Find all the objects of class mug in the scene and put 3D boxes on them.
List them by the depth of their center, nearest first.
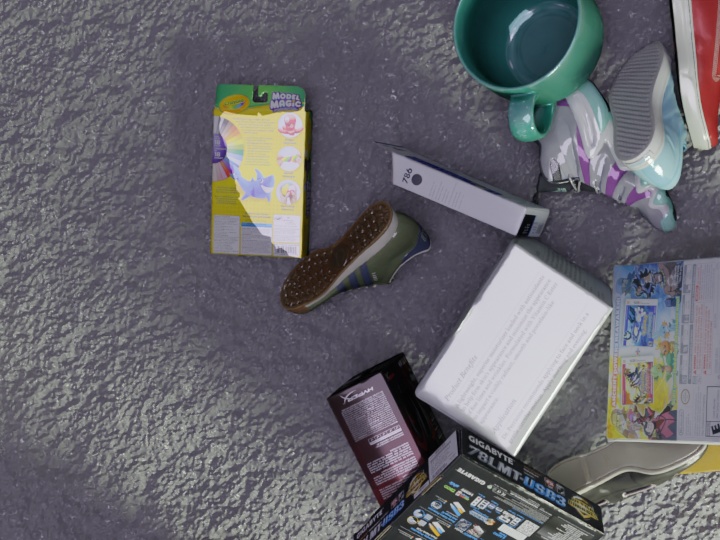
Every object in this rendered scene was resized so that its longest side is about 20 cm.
[{"bbox_3d":[0.185,-0.247,1.682,0.152,0.114,0.186,33,98,27],"label":"mug"}]

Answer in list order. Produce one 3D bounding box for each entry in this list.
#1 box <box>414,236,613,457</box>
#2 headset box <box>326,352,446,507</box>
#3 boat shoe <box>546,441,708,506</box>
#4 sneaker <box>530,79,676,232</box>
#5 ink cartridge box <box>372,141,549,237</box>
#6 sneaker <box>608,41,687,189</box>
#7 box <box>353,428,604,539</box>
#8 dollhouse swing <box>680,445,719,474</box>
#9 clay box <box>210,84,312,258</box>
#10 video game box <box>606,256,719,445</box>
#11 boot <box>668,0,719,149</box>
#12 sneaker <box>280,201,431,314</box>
[{"bbox_3d":[0.174,0.075,1.683,0.130,0.200,0.200,33,100,4],"label":"box"},{"bbox_3d":[0.050,0.208,1.742,0.075,0.149,0.201,-26,89,13],"label":"headset box"},{"bbox_3d":[0.309,0.224,1.731,0.199,0.057,0.067,-22,53,23],"label":"boat shoe"},{"bbox_3d":[0.258,-0.101,1.720,0.140,0.078,0.201,-35,79,13],"label":"sneaker"},{"bbox_3d":[0.108,-0.091,1.712,0.199,0.099,0.039,26,101,21],"label":"ink cartridge box"},{"bbox_3d":[0.323,-0.165,1.668,0.074,0.201,0.082,-23,127,37],"label":"sneaker"},{"bbox_3d":[0.126,0.285,1.639,0.199,0.050,0.199,29,123,-19],"label":"box"},{"bbox_3d":[0.441,0.126,1.724,0.181,0.175,0.201,-17,92,-30],"label":"dollhouse swing"},{"bbox_3d":[-0.117,-0.118,1.793,0.114,0.048,0.202,3,95,9],"label":"clay box"},{"bbox_3d":[0.350,0.089,1.644,0.182,0.047,0.202,-4,79,50],"label":"video game box"},{"bbox_3d":[0.421,-0.239,1.678,0.143,0.072,0.202,-4,91,9],"label":"boot"},{"bbox_3d":[0.000,0.000,1.772,0.200,0.090,0.067,-39,44,33],"label":"sneaker"}]
